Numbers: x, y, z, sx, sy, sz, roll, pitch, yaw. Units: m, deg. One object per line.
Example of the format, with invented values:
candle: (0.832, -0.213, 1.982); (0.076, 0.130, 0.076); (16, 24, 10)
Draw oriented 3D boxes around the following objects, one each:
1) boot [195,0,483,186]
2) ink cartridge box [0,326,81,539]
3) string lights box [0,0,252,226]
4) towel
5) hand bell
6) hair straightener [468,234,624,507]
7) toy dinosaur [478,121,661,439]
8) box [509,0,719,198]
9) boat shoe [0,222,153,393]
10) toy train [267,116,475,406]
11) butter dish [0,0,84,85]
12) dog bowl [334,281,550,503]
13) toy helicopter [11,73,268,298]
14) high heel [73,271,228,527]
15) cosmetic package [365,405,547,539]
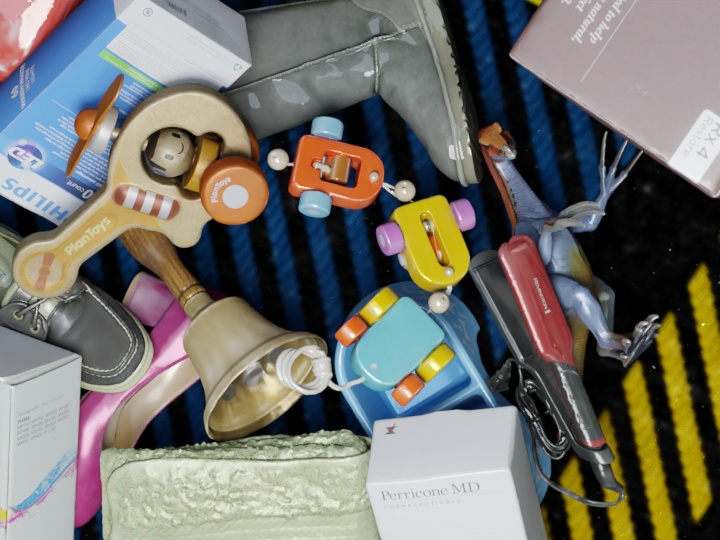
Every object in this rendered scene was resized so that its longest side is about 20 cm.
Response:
boot: (-0.023, -0.120, 1.678); (0.200, 0.073, 0.182); (-17, 75, 7)
ink cartridge box: (-0.283, 0.141, 1.693); (0.146, 0.083, 0.200); (18, 113, 30)
string lights box: (-0.182, -0.123, 1.650); (0.200, 0.103, 0.059); (-40, 37, 26)
towel: (-0.080, 0.186, 1.632); (0.200, 0.036, 0.148); (-4, 110, 5)
hand bell: (-0.124, 0.014, 1.663); (0.104, 0.104, 0.200); (-46, 66, 10)
hair straightener: (0.127, 0.076, 1.622); (0.077, 0.041, 0.200); (-22, 96, 51)
toy dinosaur: (0.127, -0.009, 1.629); (0.181, 0.105, 0.200); (42, 102, 13)
box: (0.222, -0.158, 1.551); (0.164, 0.200, 0.166); (36, 97, 10)
boat shoe: (-0.238, 0.021, 1.706); (0.201, 0.066, 0.072); (35, 85, 29)
toy train: (0.000, 0.000, 1.623); (0.150, 0.056, 0.200); (8, 72, -10)
butter dish: (-0.261, -0.217, 1.692); (0.200, 0.148, 0.200); (30, 99, 11)
dog bowl: (0.054, 0.102, 1.675); (0.111, 0.050, 0.200); (-32, 85, 12)
toy helicopter: (-0.168, -0.056, 1.617); (0.200, 0.079, 0.132); (-38, 118, 13)
high heel: (-0.152, 0.105, 1.716); (0.096, 0.067, 0.200); (20, 83, 23)
cosmetic package: (0.075, 0.194, 1.610); (0.101, 0.071, 0.200); (-7, 124, 13)
